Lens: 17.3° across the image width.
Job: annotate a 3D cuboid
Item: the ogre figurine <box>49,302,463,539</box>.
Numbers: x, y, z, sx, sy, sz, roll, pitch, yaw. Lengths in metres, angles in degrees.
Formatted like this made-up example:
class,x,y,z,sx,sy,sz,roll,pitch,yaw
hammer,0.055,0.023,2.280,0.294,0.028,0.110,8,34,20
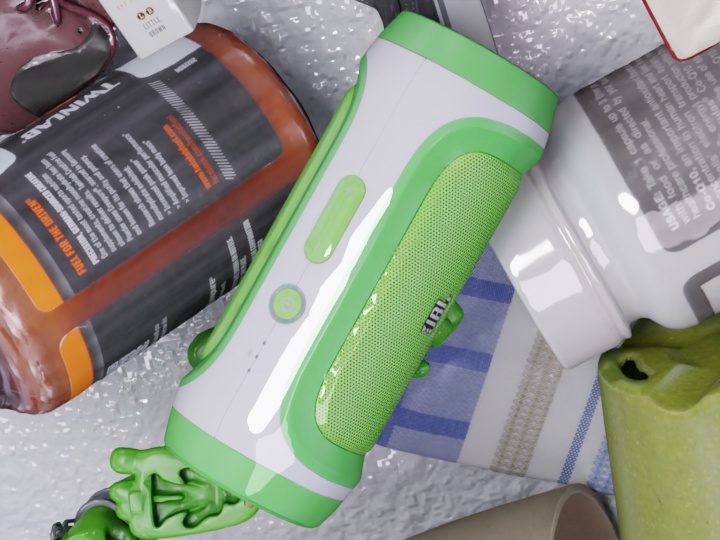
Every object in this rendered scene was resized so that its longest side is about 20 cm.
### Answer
class,x,y,z,sx,sy,sz,roll,pitch,yaw
ogre figurine,-0.046,0.072,1.058,0.098,0.120,0.200,35,89,2

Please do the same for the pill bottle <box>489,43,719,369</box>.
class,x,y,z,sx,sy,sz,roll,pitch,yaw
pill bottle,0.152,-0.045,1.012,0.200,0.114,0.114,-29,117,6

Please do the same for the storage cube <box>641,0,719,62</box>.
class,x,y,z,sx,sy,sz,roll,pitch,yaw
storage cube,0.140,-0.218,0.888,0.171,0.180,0.200,-27,118,11

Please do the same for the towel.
class,x,y,z,sx,sy,sz,roll,pitch,yaw
towel,0.119,0.040,1.117,0.200,0.024,0.147,11,117,-9

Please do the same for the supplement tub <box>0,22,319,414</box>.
class,x,y,z,sx,sy,sz,roll,pitch,yaw
supplement tub,-0.117,-0.012,0.981,0.200,0.107,0.107,-35,120,-21

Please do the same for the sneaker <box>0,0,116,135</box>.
class,x,y,z,sx,sy,sz,roll,pitch,yaw
sneaker,-0.154,-0.140,0.981,0.115,0.076,0.200,-4,129,-7

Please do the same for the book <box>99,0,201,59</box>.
class,x,y,z,sx,sy,sz,roll,pitch,yaw
book,-0.128,-0.190,0.912,0.048,0.134,0.200,-28,117,13

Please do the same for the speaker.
class,x,y,z,sx,sy,sz,roll,pitch,yaw
speaker,0.000,0.000,0.953,0.088,0.088,0.200,29,91,-18

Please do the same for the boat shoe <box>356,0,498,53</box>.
class,x,y,z,sx,sy,sz,roll,pitch,yaw
boat shoe,0.011,-0.131,0.996,0.066,0.070,0.200,-18,126,5

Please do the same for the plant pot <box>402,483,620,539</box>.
class,x,y,z,sx,sy,sz,roll,pitch,yaw
plant pot,0.023,0.208,1.130,0.200,0.187,0.187,-10,120,18

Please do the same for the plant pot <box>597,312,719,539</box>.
class,x,y,z,sx,sy,sz,roll,pitch,yaw
plant pot,0.190,0.107,1.051,0.200,0.200,0.184,-16,108,5
